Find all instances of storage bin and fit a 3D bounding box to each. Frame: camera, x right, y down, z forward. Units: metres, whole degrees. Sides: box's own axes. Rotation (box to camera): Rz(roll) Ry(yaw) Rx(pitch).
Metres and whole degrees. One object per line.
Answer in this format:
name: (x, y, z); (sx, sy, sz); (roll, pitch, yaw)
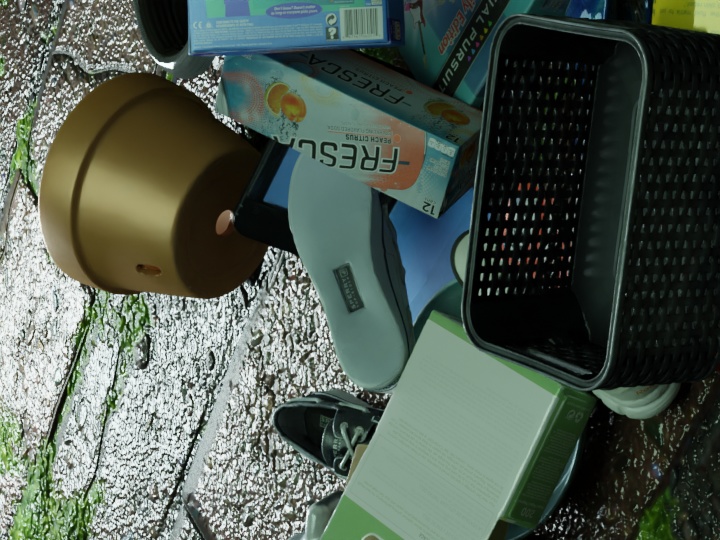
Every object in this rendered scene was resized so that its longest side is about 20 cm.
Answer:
storage bin: (0.143, -0.042, 1.071); (0.135, 0.093, 0.202); (20, 107, 53)

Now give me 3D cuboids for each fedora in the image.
fedora: (-0.113, -0.250, 1.424); (0.176, 0.089, 0.202); (17, 111, 60)

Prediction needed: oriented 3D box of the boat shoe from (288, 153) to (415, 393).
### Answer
boat shoe: (0.005, -0.001, 1.409); (0.074, 0.086, 0.204); (-23, 71, 13)

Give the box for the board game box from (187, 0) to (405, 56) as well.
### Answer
board game box: (-0.048, -0.254, 1.288); (0.150, 0.045, 0.202); (0, 95, 16)

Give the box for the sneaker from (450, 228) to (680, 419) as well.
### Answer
sneaker: (0.134, 0.020, 1.259); (0.199, 0.080, 0.074); (35, 85, 36)

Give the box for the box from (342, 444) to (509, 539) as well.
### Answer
box: (0.030, 0.234, 1.351); (0.163, 0.021, 0.202); (4, 73, 47)

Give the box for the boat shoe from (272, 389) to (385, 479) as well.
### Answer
boat shoe: (0.000, 0.139, 1.492); (0.199, 0.067, 0.073); (20, 108, 51)

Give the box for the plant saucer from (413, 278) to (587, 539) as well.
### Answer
plant saucer: (0.103, 0.101, 1.362); (0.199, 0.036, 0.202); (-5, 84, 50)

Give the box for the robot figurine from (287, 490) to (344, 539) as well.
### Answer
robot figurine: (-0.012, 0.283, 1.479); (0.168, 0.113, 0.202); (8, 99, 23)

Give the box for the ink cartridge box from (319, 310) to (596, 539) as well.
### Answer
ink cartridge box: (0.064, 0.147, 1.307); (0.145, 0.048, 0.202); (30, 97, 46)

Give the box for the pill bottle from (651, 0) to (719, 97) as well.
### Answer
pill bottle: (0.231, -0.147, 1.116); (0.111, 0.110, 0.202); (14, 102, 54)

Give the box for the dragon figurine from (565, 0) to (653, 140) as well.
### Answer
dragon figurine: (0.168, -0.178, 1.249); (0.099, 0.058, 0.202); (29, 115, 51)

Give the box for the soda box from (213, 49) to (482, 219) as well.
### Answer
soda box: (-0.006, -0.115, 1.361); (0.199, 0.068, 0.064); (26, 124, 17)

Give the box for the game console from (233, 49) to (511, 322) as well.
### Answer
game console: (0.007, -0.047, 1.443); (0.117, 0.174, 0.201); (-88, 23, -50)

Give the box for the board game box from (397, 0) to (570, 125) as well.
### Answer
board game box: (0.075, -0.224, 1.391); (0.152, 0.047, 0.201); (-59, 46, 38)

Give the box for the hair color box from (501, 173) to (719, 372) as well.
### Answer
hair color box: (0.192, -0.002, 1.177); (0.200, 0.110, 0.065); (31, 115, 50)

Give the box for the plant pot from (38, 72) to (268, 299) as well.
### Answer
plant pot: (-0.167, -0.062, 1.637); (0.139, 0.199, 0.202); (22, 110, 36)
